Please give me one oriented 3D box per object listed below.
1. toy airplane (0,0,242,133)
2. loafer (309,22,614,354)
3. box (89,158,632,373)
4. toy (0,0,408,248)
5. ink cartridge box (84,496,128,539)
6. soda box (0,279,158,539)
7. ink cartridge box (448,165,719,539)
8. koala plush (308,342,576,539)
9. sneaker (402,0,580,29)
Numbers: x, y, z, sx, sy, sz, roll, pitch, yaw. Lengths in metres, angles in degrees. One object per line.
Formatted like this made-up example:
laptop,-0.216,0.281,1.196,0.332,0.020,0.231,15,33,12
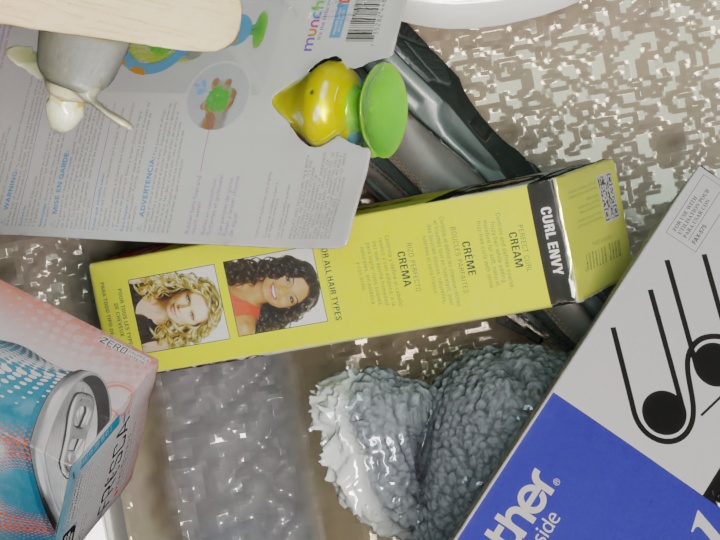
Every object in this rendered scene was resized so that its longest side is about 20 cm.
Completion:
toy airplane,-0.165,-0.102,0.955,0.199,0.141,0.200,-41,105,-16
loafer,0.041,-0.025,1.155,0.063,0.072,0.200,-42,85,18
box,0.000,0.000,1.102,0.199,0.075,0.050,-10,94,25
toy,-0.068,-0.059,1.114,0.199,0.047,0.116,1,70,35
ink cartridge box,-0.191,0.110,1.096,0.198,0.145,0.088,-10,92,-4
soda box,-0.174,0.027,0.996,0.199,0.068,0.064,25,131,11
ink cartridge box,0.106,0.068,1.025,0.094,0.044,0.200,34,66,3
koala plush,0.071,0.120,1.088,0.176,0.184,0.202,-8,92,-4
sneaker,0.012,-0.164,1.104,0.199,0.074,0.119,6,135,-2
